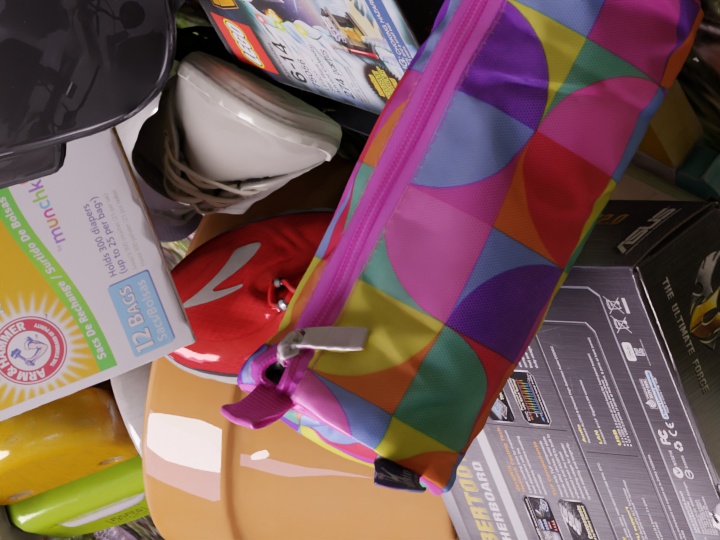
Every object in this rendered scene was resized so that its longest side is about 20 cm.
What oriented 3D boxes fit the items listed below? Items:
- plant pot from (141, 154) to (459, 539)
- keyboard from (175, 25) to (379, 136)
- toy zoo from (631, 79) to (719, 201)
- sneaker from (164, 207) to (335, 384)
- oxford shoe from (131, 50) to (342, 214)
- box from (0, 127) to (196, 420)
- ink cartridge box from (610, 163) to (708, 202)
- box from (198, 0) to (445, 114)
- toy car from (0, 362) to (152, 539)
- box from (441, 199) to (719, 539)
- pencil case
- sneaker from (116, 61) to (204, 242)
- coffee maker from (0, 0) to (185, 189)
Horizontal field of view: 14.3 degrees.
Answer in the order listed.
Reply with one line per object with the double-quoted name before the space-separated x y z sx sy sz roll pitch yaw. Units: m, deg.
"plant pot" 0.004 0.052 1.333 0.140 0.200 0.200 15 159 19
"keyboard" -0.003 -0.081 1.242 0.200 0.040 0.104 23 -177 43
"toy zoo" 0.059 -0.081 1.077 0.200 0.020 0.131 31 165 28
"sneaker" 0.000 0.000 1.205 0.199 0.077 0.085 -10 169 14
"oxford shoe" -0.056 -0.052 1.190 0.075 0.058 0.200 32 174 -11
"box" -0.148 -0.032 1.222 0.200 0.101 0.113 -119 8 -66
"ink cartridge box" 0.138 0.050 1.050 0.200 0.048 0.146 30 140 36
"box" -0.033 -0.141 1.011 0.137 0.040 0.200 22 151 47
"toy car" -0.151 0.067 1.438 0.200 0.175 0.150 49 -159 -68
"box" 0.093 0.072 1.039 0.158 0.048 0.200 1 119 52
"pencil case" 0.035 -0.022 0.945 0.088 0.200 0.088 28 176 2
"sneaker" -0.083 -0.043 1.453 0.115 0.074 0.200 37 166 19
"coffee maker" -0.177 -0.103 1.126 0.135 0.192 0.200 52 -178 -23
